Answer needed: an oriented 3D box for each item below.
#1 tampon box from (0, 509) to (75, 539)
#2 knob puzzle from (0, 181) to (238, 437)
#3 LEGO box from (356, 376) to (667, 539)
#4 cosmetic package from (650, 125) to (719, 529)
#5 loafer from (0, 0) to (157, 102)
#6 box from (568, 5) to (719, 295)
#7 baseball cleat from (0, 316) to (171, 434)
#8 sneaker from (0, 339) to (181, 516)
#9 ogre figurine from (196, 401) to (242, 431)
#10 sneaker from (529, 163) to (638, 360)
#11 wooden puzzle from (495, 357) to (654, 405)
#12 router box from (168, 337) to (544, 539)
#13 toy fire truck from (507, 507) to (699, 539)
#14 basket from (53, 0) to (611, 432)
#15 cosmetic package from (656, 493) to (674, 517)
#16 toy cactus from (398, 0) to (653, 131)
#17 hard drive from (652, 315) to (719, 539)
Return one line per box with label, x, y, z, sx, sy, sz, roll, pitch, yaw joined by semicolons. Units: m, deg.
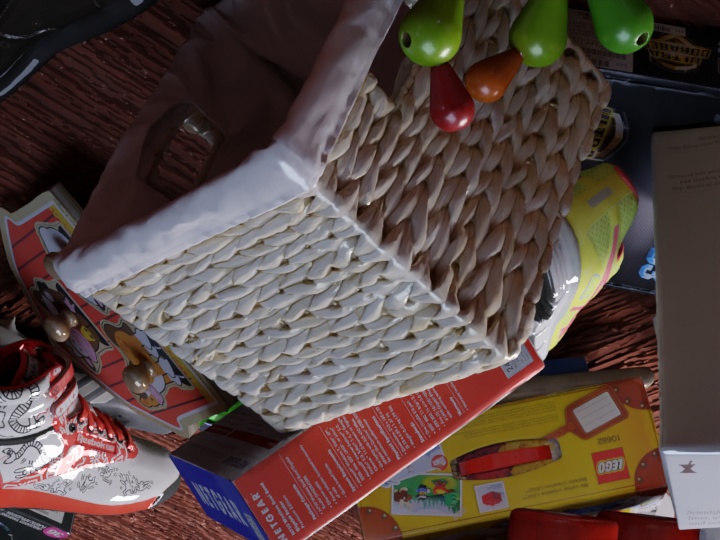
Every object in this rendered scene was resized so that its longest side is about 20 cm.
tampon box;-0.324;0.147;1.296;0.150;0.127;0.200;30;142;-29
knob puzzle;-0.180;0.039;1.101;0.219;0.030;0.220;35;152;22
LEGO box;0.096;0.148;1.127;0.199;0.078;0.149;-11;158;-2
cosmetic package;0.205;0.023;0.835;0.112;0.201;0.081;-3;144;15
loafer;-0.184;-0.147;0.874;0.199;0.073;0.071;-25;130;29
box;0.173;-0.058;0.946;0.197;0.050;0.200;11;147;-2
baseball cleat;-0.227;0.104;1.224;0.199;0.107;0.070;23;151;-22
sneaker;-0.200;0.108;1.152;0.201;0.067;0.108;5;114;-36
ogre figurine;-0.092;0.085;1.170;0.200;0.098;0.120;50;144;16
sneaker;0.109;-0.004;0.933;0.078;0.090;0.200;51;166;5
wooden puzzle;0.087;0.105;1.184;0.184;0.047;0.200;-3;156;-19
router box;-0.010;0.083;0.963;0.049;0.179;0.200;58;166;-7
toy fire truck;0.114;0.205;1.061;0.199;0.113;0.168;10;174;-42
basket;-0.008;-0.051;0.817;0.161;0.199;0.200;39;143;-21
cosmetic package;0.141;0.214;1.338;0.199;0.085;0.108;-18;137;37
toy cactus;0.080;-0.165;0.718;0.165;0.200;0.102;58;166;-8
hard drive;0.262;0.108;1.044;0.132;0.201;0.026;-23;159;39
